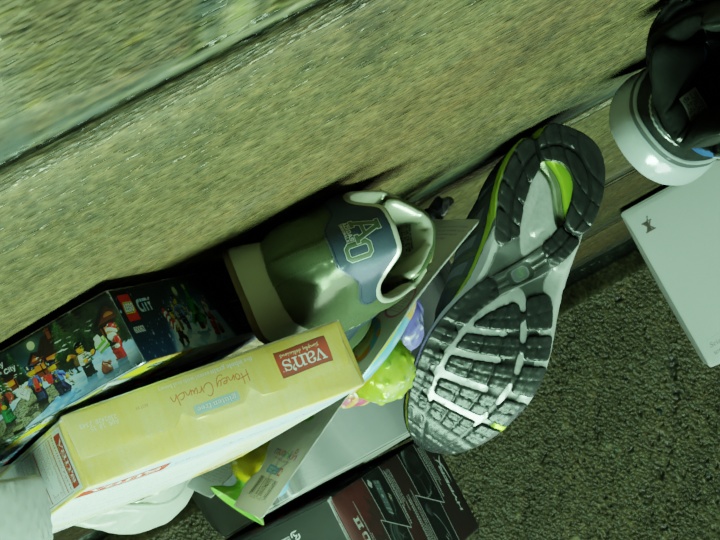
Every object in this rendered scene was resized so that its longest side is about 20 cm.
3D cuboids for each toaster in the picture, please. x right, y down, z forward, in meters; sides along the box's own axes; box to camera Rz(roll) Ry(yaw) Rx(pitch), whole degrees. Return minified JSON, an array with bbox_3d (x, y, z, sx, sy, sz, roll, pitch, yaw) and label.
[{"bbox_3d":[-0.022,0.065,1.441,0.181,0.119,0.200,-28,175,-22],"label":"toaster"}]

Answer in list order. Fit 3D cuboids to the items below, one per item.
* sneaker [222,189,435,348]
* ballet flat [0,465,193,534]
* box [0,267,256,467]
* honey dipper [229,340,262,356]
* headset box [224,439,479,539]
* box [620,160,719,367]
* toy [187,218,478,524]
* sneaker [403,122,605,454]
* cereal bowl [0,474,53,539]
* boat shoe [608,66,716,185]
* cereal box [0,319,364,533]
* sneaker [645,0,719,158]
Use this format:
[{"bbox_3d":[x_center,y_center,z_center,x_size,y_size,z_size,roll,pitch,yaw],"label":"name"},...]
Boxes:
[{"bbox_3d":[0.000,0.000,1.177,0.090,0.067,0.200,-24,173,10],"label":"sneaker"},{"bbox_3d":[-0.142,0.107,1.285,0.069,0.069,0.200,-32,158,31],"label":"ballet flat"},{"bbox_3d":[-0.129,0.049,1.119,0.137,0.038,0.200,-29,176,16],"label":"box"},{"bbox_3d":[-0.112,0.050,1.297,0.200,0.038,0.038,-27,177,41],"label":"honey dipper"},{"bbox_3d":[-0.032,0.184,1.457,0.149,0.077,0.200,-29,177,23],"label":"headset box"},{"bbox_3d":[0.421,-0.025,2.588,0.199,0.200,0.131,-29,176,6],"label":"box"},{"bbox_3d":[-0.005,0.059,1.297,0.200,0.047,0.115,-50,-160,-13],"label":"toy"},{"bbox_3d":[0.080,0.013,1.350,0.200,0.074,0.081,-64,-171,-5],"label":"sneaker"},{"bbox_3d":[-0.231,0.150,1.038,0.200,0.083,0.200,-12,173,-1],"label":"cereal bowl"},{"bbox_3d":[0.207,-0.107,1.331,0.057,0.069,0.200,-43,173,38],"label":"boat shoe"},{"bbox_3d":[-0.096,0.081,1.131,0.144,0.040,0.200,-19,173,-23],"label":"cereal box"},{"bbox_3d":[0.173,-0.093,1.138,0.111,0.077,0.200,-33,173,-25],"label":"sneaker"}]
